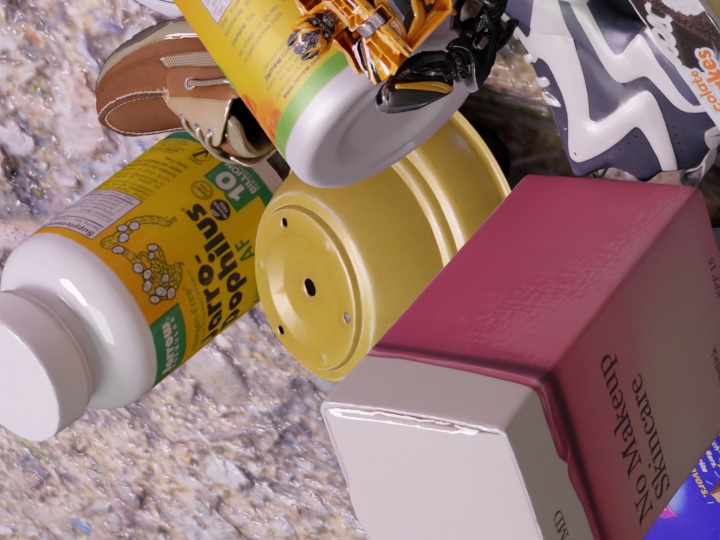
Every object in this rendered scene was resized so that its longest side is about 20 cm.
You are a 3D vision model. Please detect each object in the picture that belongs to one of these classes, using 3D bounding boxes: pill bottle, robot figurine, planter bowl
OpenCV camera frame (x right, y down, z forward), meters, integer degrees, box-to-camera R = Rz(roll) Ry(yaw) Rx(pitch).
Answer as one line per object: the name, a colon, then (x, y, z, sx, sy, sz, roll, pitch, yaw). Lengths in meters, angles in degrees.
pill bottle: (-0.037, -0.151, 1.235, 0.201, 0.111, 0.111, 55, 145, 20)
pill bottle: (-0.135, 0.009, 1.414, 0.112, 0.200, 0.113, 27, 137, 28)
robot figurine: (0.038, -0.170, 1.125, 0.145, 0.200, 0.058, 45, 160, -8)
planter bowl: (0.000, 0.000, 1.342, 0.200, 0.083, 0.202, 26, 124, 46)

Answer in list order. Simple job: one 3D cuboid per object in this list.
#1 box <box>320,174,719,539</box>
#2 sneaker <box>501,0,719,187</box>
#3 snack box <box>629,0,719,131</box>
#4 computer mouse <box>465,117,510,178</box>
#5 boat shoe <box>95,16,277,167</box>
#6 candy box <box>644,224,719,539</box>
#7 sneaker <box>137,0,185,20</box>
box: (0.090, 0.061, 1.187, 0.108, 0.200, 0.129, 6, 128, 36)
sneaker: (0.103, -0.107, 1.227, 0.198, 0.080, 0.130, 23, 136, 16)
snack box: (0.171, -0.138, 1.116, 0.037, 0.116, 0.200, -21, 112, 47)
computer mouse: (0.015, -0.033, 1.400, 0.059, 0.034, 0.200, 46, 141, -9)
boat shoe: (-0.069, -0.098, 1.345, 0.199, 0.074, 0.075, -13, 157, 39)
candy box: (0.198, 0.062, 1.314, 0.199, 0.077, 0.170, -6, 121, 42)
sneaker: (-0.159, -0.206, 1.341, 0.199, 0.073, 0.071, 21, 154, 6)
